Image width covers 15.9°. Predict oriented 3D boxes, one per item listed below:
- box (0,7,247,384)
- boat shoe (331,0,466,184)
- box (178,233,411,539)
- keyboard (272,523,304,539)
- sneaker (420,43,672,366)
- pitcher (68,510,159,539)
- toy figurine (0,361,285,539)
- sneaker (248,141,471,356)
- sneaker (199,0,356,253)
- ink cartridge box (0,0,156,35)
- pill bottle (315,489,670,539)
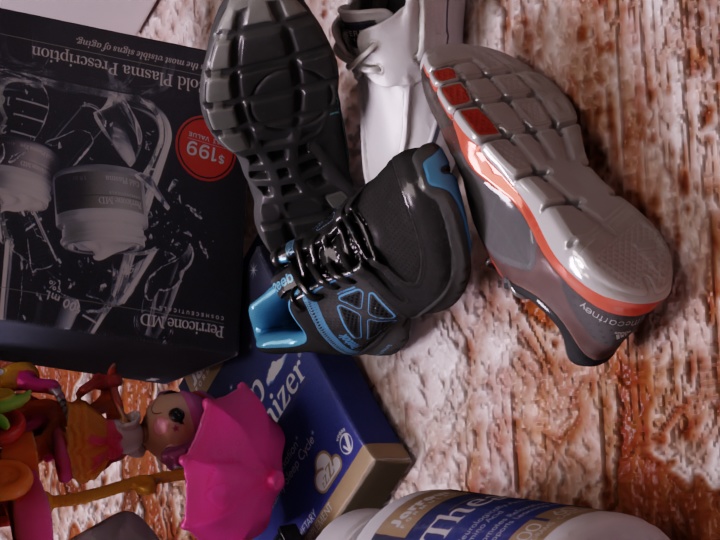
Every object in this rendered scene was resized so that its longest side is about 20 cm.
[{"bbox_3d":[-0.174,-0.042,1.489,0.104,0.200,0.182,-22,63,60],"label":"box"},{"bbox_3d":[0.015,-0.129,1.376,0.074,0.065,0.200,7,94,53],"label":"boat shoe"},{"bbox_3d":[-0.048,0.075,1.482,0.121,0.032,0.200,-59,44,34],"label":"box"},{"bbox_3d":[0.005,0.230,1.396,0.200,0.040,0.104,62,147,19],"label":"keyboard"},{"bbox_3d":[0.076,-0.032,1.283,0.200,0.077,0.082,60,140,37],"label":"sneaker"},{"bbox_3d":[-0.101,0.259,1.485,0.200,0.121,0.172,54,173,30],"label":"pitcher"},{"bbox_3d":[-0.135,0.106,1.433,0.200,0.184,0.150,-114,20,-61],"label":"toy figurine"},{"bbox_3d":[0.000,0.000,1.335,0.200,0.082,0.073,120,138,-60],"label":"sneaker"},{"bbox_3d":[-0.047,-0.089,1.401,0.200,0.075,0.079,80,179,-46],"label":"sneaker"},{"bbox_3d":[-0.181,-0.245,1.602,0.200,0.125,0.129,-54,47,39],"label":"ink cartridge box"},{"bbox_3d":[0.060,0.165,1.260,0.200,0.111,0.111,1,89,54],"label":"pill bottle"}]
